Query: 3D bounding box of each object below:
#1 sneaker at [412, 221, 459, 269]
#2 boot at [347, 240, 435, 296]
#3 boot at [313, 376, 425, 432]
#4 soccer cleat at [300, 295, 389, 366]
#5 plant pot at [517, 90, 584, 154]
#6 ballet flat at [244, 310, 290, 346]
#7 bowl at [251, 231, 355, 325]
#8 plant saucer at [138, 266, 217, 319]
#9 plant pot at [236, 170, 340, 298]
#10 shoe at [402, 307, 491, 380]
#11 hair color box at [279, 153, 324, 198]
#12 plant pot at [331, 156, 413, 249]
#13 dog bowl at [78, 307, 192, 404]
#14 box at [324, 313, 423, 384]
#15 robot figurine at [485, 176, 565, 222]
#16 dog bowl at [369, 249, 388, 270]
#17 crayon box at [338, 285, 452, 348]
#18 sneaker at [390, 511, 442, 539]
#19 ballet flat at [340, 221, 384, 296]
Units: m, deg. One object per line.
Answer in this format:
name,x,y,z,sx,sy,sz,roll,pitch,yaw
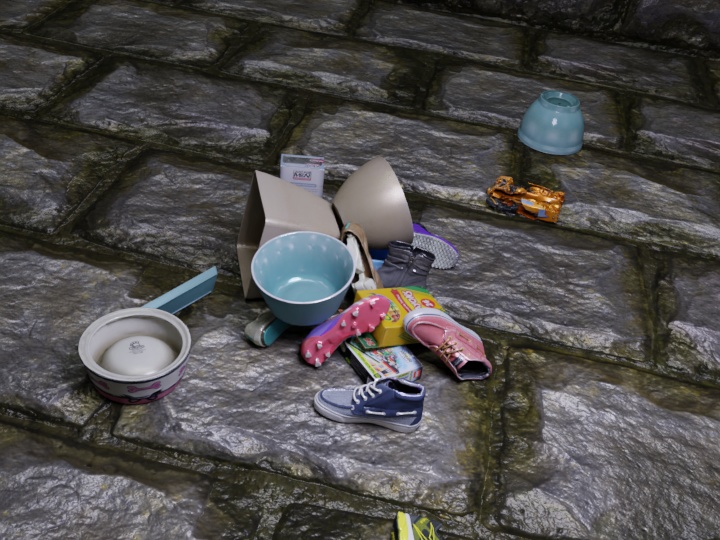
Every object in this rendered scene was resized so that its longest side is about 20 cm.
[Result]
sneaker,0.142,-0.073,1.927,0.198,0.070,0.100,21,29,13
boot,0.053,-0.006,1.757,0.197,0.133,0.070,9,28,-1
boot,0.017,0.222,1.477,0.197,0.091,0.073,9,35,2
soccer cleat,-0.034,0.103,1.582,0.199,0.067,0.077,-38,31,8
plant pot,0.579,-0.452,2.475,0.197,0.135,0.201,6,35,-4
ballet flat,-0.154,0.082,1.663,0.062,0.068,0.199,16,33,33
bowl,-0.108,0.028,1.596,0.198,0.106,0.202,1,43,-1
plant saucer,-0.362,0.058,1.653,0.019,0.070,0.199,42,45,17
plant pot,-0.151,-0.069,1.770,0.175,0.202,0.201,6,34,-19
shoe,0.170,0.143,1.582,0.199,0.072,0.091,26,27,-34
hair color box,-0.137,-0.157,1.873,0.098,0.202,0.061,4,35,-5
plant pot,0.014,-0.128,1.794,0.133,0.202,0.201,-20,41,-9
dog bowl,-0.404,0.157,1.502,0.197,0.075,0.201,5,36,-3
box,0.022,0.151,1.624,0.109,0.035,0.200,-15,42,-29
robot figurine,0.421,-0.188,2.146,0.198,0.059,0.145,18,36,12
dog bowl,0.015,-0.031,1.860,0.197,0.050,0.112,7,36,0
crayon box,0.071,0.090,1.647,0.198,0.051,0.127,-4,36,-32
sneaker,0.098,0.435,1.215,0.083,0.075,0.201,1,36,-10
ballet flat,0.000,0.000,1.701,0.067,0.203,0.072,-13,5,16
